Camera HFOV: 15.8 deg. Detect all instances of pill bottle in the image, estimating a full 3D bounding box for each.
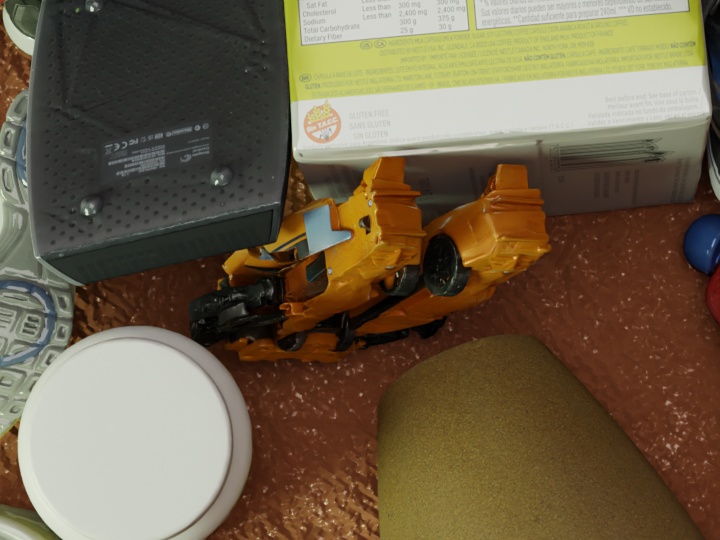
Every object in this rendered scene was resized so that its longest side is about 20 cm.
[{"bbox_3d":[-0.109,0.086,1.280,0.114,0.200,0.115,0,85,-3],"label":"pill bottle"}]

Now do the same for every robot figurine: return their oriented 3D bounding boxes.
[{"bbox_3d":[0.000,0.000,1.295,0.144,0.200,0.059,3,73,-31],"label":"robot figurine"}]

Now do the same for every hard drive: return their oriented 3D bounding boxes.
[{"bbox_3d":[-0.096,-0.079,1.285,0.134,0.042,0.201,-12,45,8],"label":"hard drive"}]

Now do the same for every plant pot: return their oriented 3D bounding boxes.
[{"bbox_3d":[0.083,0.141,1.292,0.186,0.187,0.201,-22,66,-1],"label":"plant pot"}]

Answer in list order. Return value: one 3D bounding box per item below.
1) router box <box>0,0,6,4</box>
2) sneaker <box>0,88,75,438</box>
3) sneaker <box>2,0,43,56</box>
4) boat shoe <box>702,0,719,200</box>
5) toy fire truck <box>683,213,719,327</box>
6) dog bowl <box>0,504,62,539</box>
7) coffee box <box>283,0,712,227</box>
[{"bbox_3d":[-0.168,-0.237,1.361,0.179,0.049,0.200,-33,40,-2],"label":"router box"},{"bbox_3d":[-0.174,0.004,1.357,0.074,0.087,0.201,21,76,0],"label":"sneaker"},{"bbox_3d":[-0.113,-0.192,1.386,0.200,0.091,0.067,-38,76,-3],"label":"sneaker"},{"bbox_3d":[0.198,-0.124,1.340,0.070,0.066,0.201,-1,57,7],"label":"boat shoe"},{"bbox_3d":[0.259,-0.019,1.343,0.168,0.112,0.201,27,84,33],"label":"toy fire truck"},{"bbox_3d":[-0.210,0.212,1.342,0.199,0.059,0.201,-1,80,3],"label":"dog bowl"},{"bbox_3d":[0.065,-0.139,1.314,0.199,0.200,0.199,-5,79,3],"label":"coffee box"}]
